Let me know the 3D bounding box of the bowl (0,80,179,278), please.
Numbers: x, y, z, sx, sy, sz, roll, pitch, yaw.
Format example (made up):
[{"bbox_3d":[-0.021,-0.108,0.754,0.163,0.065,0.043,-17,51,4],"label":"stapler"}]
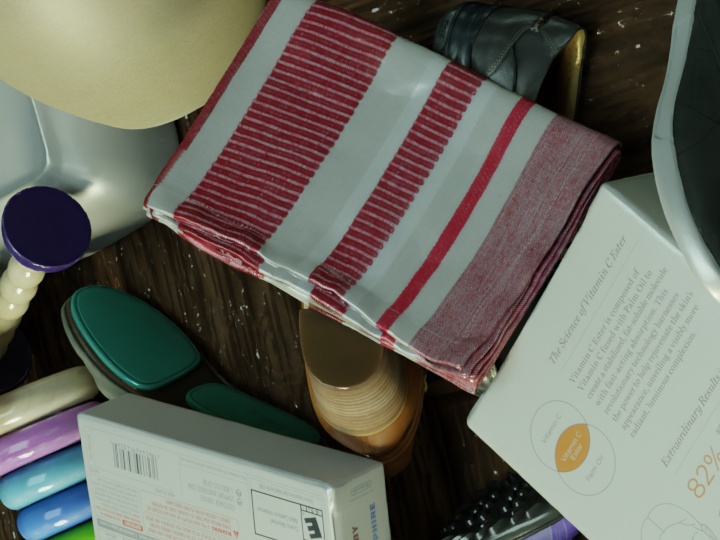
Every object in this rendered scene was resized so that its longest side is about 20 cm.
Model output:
[{"bbox_3d":[-0.211,-0.099,1.725,0.200,0.074,0.201,-23,82,40],"label":"bowl"}]

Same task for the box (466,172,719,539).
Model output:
[{"bbox_3d":[0.178,0.069,1.415,0.200,0.106,0.153,43,122,25],"label":"box"}]

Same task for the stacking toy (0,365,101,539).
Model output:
[{"bbox_3d":[-0.157,0.161,1.723,0.085,0.085,0.201,-24,86,39],"label":"stacking toy"}]

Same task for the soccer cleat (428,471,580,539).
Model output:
[{"bbox_3d":[0.060,0.166,1.563,0.200,0.068,0.073,-36,100,32],"label":"soccer cleat"}]

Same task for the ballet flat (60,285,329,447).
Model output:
[{"bbox_3d":[-0.100,0.081,1.670,0.200,0.067,0.064,33,126,31],"label":"ballet flat"}]

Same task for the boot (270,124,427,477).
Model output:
[{"bbox_3d":[0.000,0.000,1.543,0.073,0.155,0.201,1,69,10],"label":"boot"}]

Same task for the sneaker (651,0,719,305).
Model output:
[{"bbox_3d":[0.193,-0.078,1.354,0.099,0.071,0.201,-22,43,35],"label":"sneaker"}]

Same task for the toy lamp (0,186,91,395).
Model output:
[{"bbox_3d":[-0.202,0.024,1.716,0.058,0.058,0.200,60,149,15],"label":"toy lamp"}]

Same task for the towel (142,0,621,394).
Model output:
[{"bbox_3d":[0.008,-0.045,1.462,0.199,0.023,0.144,27,76,19],"label":"towel"}]

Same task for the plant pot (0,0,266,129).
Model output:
[{"bbox_3d":[-0.126,-0.156,1.593,0.200,0.201,0.135,-1,132,39],"label":"plant pot"}]

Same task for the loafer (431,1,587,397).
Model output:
[{"bbox_3d":[0.077,-0.034,1.504,0.072,0.073,0.201,4,101,34],"label":"loafer"}]

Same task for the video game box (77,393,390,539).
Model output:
[{"bbox_3d":[-0.061,0.171,1.577,0.199,0.047,0.183,13,114,43],"label":"video game box"}]
